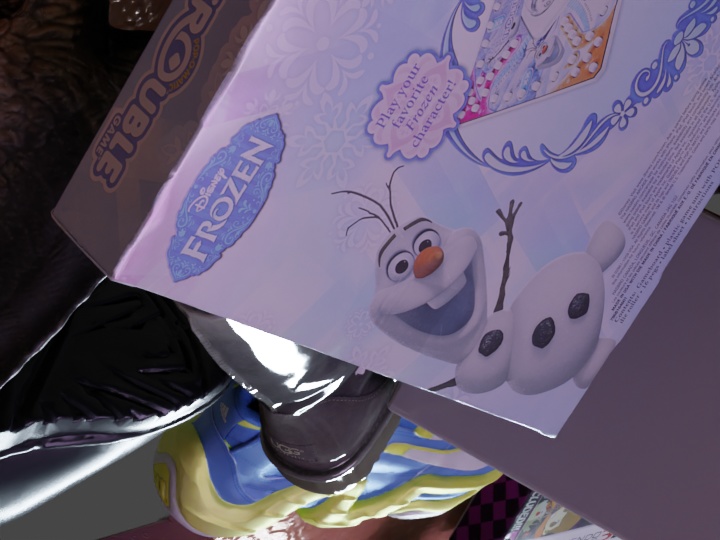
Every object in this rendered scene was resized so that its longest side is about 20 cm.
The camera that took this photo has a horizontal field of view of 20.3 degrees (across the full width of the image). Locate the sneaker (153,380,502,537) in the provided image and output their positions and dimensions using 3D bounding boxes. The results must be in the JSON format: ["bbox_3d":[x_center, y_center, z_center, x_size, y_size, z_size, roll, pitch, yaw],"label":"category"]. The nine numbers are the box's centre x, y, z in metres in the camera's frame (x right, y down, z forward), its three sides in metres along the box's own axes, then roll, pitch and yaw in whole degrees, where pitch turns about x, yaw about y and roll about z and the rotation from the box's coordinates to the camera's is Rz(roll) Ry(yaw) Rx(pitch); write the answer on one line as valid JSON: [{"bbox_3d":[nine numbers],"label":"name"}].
[{"bbox_3d":[0.011,0.063,0.885,0.198,0.076,0.105,-14,156,-32],"label":"sneaker"}]

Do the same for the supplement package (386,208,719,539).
[{"bbox_3d":[0.133,0.046,0.758,0.121,0.199,0.121,-64,161,5],"label":"supplement package"}]

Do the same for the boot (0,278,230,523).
[{"bbox_3d":[-0.153,0.087,0.757,0.199,0.077,0.169,-20,151,-43],"label":"boot"}]

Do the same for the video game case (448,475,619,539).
[{"bbox_3d":[0.157,0.075,1.099,0.180,0.036,0.201,-7,135,-43],"label":"video game case"}]

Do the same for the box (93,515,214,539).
[{"bbox_3d":[-0.141,0.234,0.910,0.175,0.097,0.202,-12,130,-36],"label":"box"}]

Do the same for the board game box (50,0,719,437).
[{"bbox_3d":[0.040,-0.064,0.583,0.198,0.043,0.201,22,104,-46],"label":"board game box"}]

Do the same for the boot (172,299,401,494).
[{"bbox_3d":[-0.005,-0.023,0.721,0.200,0.072,0.183,66,40,-59],"label":"boot"}]

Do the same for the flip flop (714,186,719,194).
[{"bbox_3d":[0.205,-0.062,0.962,0.199,0.058,0.082,-16,141,-31],"label":"flip flop"}]

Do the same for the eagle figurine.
[{"bbox_3d":[-0.121,-0.039,0.611,0.151,0.150,0.201,-5,124,-55],"label":"eagle figurine"}]
